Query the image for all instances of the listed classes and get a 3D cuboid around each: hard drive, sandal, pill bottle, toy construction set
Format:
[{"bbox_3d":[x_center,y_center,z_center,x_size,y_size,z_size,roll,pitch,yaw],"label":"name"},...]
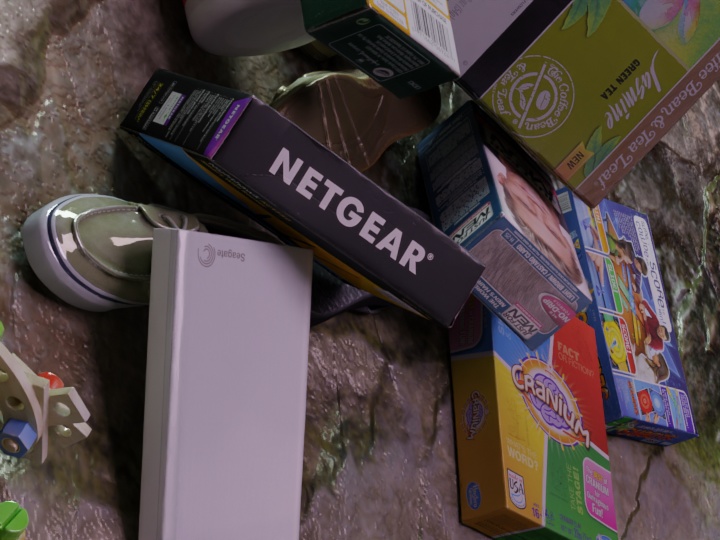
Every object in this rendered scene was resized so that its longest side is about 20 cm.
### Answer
[{"bbox_3d":[-0.078,0.081,1.343,0.132,0.027,0.200,8,82,-55],"label":"hard drive"},{"bbox_3d":[-0.001,-0.001,1.571,0.200,0.043,0.076,-6,69,-48],"label":"sandal"},{"bbox_3d":[-0.080,-0.255,1.533,0.112,0.112,0.200,8,64,-55],"label":"pill bottle"},{"bbox_3d":[-0.200,0.091,1.146,0.131,0.092,0.200,34,30,-7],"label":"toy construction set"}]

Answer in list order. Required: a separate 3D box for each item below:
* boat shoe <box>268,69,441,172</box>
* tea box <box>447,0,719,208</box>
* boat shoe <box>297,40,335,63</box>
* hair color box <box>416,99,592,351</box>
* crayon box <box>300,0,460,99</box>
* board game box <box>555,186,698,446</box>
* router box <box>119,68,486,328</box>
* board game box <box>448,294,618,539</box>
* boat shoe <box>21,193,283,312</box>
[{"bbox_3d":[-0.018,-0.109,1.601,0.201,0.063,0.073,-32,111,-52],"label":"boat shoe"},{"bbox_3d":[0.158,-0.192,1.668,0.197,0.200,0.134,41,6,-18],"label":"tea box"},{"bbox_3d":[-0.007,-0.240,1.677,0.072,0.068,0.200,42,39,-35],"label":"boat shoe"},{"bbox_3d":[0.102,-0.036,1.650,0.100,0.061,0.200,42,18,-23],"label":"hair color box"},{"bbox_3d":[0.002,-0.227,1.483,0.126,0.052,0.200,30,47,-56],"label":"crayon box"},{"bbox_3d":[0.213,0.039,1.868,0.135,0.034,0.200,17,57,-53],"label":"board game box"},{"bbox_3d":[-0.037,-0.047,1.411,0.200,0.149,0.051,35,84,-28],"label":"router box"},{"bbox_3d":[0.127,0.112,1.685,0.153,0.040,0.200,30,47,-45],"label":"board game box"},{"bbox_3d":[-0.119,-0.014,1.366,0.200,0.062,0.072,7,65,-55],"label":"boat shoe"}]
